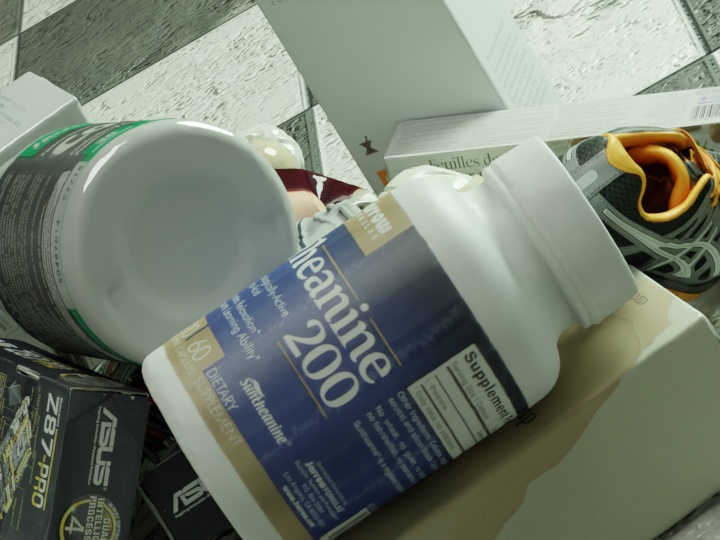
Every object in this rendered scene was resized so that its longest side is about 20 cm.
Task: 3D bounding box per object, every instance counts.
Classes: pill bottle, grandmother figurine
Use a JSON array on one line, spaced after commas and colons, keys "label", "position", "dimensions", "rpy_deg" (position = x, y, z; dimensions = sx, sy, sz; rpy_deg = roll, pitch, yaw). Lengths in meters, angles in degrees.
[{"label": "pill bottle", "position": [0.015, 0.031, 1.253], "dimensions": [0.199, 0.111, 0.111], "rpy_deg": [-34, 23, -1]}, {"label": "grandmother figurine", "position": [-0.044, -0.033, 1.706], "dimensions": [0.120, 0.061, 0.200], "rpy_deg": [0, 24, -14]}, {"label": "pill bottle", "position": [-0.114, -0.014, 1.378], "dimensions": [0.113, 0.113, 0.200], "rpy_deg": [-40, 16, -17]}]

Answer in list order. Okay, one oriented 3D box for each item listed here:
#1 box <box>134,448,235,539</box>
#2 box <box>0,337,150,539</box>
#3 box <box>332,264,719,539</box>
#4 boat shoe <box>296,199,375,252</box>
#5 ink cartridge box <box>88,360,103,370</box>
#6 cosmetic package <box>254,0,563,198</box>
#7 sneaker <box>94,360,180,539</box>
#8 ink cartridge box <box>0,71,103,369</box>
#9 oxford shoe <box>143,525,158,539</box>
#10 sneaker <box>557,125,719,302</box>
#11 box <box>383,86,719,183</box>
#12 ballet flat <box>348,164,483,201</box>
[{"label": "box", "position": [0.001, 0.059, 1.401], "dimensions": [0.199, 0.044, 0.160], "rpy_deg": [-34, -5, 10]}, {"label": "box", "position": [-0.168, 0.141, 1.398], "dimensions": [0.049, 0.201, 0.161], "rpy_deg": [7, 3, -28]}, {"label": "box", "position": [0.075, 0.094, 1.297], "dimensions": [0.200, 0.078, 0.095], "rpy_deg": [-36, 23, -7]}, {"label": "boat shoe", "position": [0.000, 0.000, 1.430], "dimensions": [0.065, 0.074, 0.200], "rpy_deg": [-31, 7, 3]}, {"label": "ink cartridge box", "position": [-0.151, 0.036, 1.737], "dimensions": [0.200, 0.050, 0.162], "rpy_deg": [-47, 27, -23]}, {"label": "cosmetic package", "position": [0.032, -0.114, 1.602], "dimensions": [0.101, 0.201, 0.071], "rpy_deg": [-21, 26, 27]}, {"label": "sneaker", "position": [-0.104, 0.058, 1.469], "dimensions": [0.201, 0.078, 0.082], "rpy_deg": [-58, 0, -20]}, {"label": "ink cartridge box", "position": [-0.217, 0.005, 1.643], "dimensions": [0.200, 0.145, 0.084], "rpy_deg": [-37, 27, -13]}, {"label": "oxford shoe", "position": [-0.140, 0.114, 1.529], "dimensions": [0.200, 0.075, 0.070], "rpy_deg": [-40, 18, -19]}, {"label": "sneaker", "position": [0.142, -0.032, 1.382], "dimensions": [0.077, 0.078, 0.200], "rpy_deg": [-43, -16, 31]}, {"label": "box", "position": [0.113, -0.064, 1.543], "dimensions": [0.199, 0.039, 0.042], "rpy_deg": [-6, 31, 19]}, {"label": "ballet flat", "position": [0.023, -0.018, 1.528], "dimensions": [0.070, 0.070, 0.200], "rpy_deg": [-48, 9, -31]}]
